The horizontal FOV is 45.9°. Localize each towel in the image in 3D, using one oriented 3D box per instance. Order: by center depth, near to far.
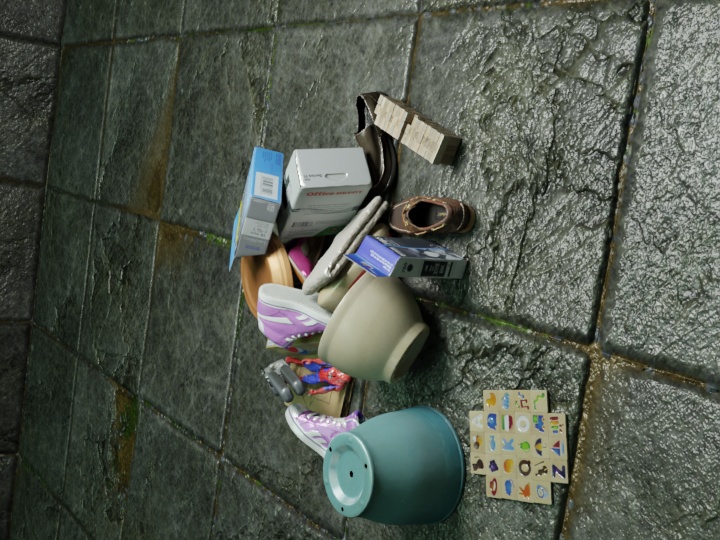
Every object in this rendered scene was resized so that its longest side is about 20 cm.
[{"bbox_3d":[-0.030,-0.047,1.559,0.201,0.034,0.132,-55,8,-26],"label":"towel"}]

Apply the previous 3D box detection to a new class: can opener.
[{"bbox_3d":[-0.148,0.225,1.680,0.068,0.053,0.200,66,167,-17],"label":"can opener"}]

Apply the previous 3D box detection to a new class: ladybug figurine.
[{"bbox_3d":[0.000,0.000,1.566,0.201,0.072,0.136,-52,8,-14],"label":"ladybug figurine"}]

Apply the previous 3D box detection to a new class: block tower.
[{"bbox_3d":[0.100,-0.250,1.523,0.200,0.057,0.055,45,120,46],"label":"block tower"}]

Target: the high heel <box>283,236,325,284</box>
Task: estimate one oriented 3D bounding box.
[{"bbox_3d":[-0.094,-0.032,1.682,0.068,0.094,0.200,64,177,-20],"label":"high heel"}]

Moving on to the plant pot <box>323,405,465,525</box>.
[{"bbox_3d":[0.044,0.336,1.439,0.198,0.185,0.206,-6,83,51],"label":"plant pot"}]

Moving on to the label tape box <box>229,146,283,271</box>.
[{"bbox_3d":[-0.201,-0.112,1.649,0.146,0.062,0.202,-92,18,-44],"label":"label tape box"}]

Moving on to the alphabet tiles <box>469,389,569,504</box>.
[{"bbox_3d":[0.245,0.274,1.335,0.198,0.006,0.171,-9,80,51],"label":"alphabet tiles"}]

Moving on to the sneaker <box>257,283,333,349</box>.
[{"bbox_3d":[-0.103,0.103,1.614,0.196,0.073,0.117,16,119,14],"label":"sneaker"}]

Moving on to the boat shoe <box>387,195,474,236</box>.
[{"bbox_3d":[0.109,-0.098,1.488,0.198,0.069,0.072,-2,87,52],"label":"boat shoe"}]

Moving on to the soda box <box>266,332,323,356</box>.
[{"bbox_3d":[-0.100,0.128,1.705,0.197,0.067,0.066,-9,64,44],"label":"soda box"}]

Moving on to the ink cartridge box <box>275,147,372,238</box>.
[{"bbox_3d":[-0.075,-0.145,1.615,0.200,0.143,0.085,126,135,-59],"label":"ink cartridge box"}]

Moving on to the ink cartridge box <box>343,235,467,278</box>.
[{"bbox_3d":[0.077,-0.022,1.418,0.099,0.197,0.040,34,115,45],"label":"ink cartridge box"}]

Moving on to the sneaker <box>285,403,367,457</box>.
[{"bbox_3d":[-0.048,0.295,1.620,0.199,0.072,0.116,37,109,20],"label":"sneaker"}]

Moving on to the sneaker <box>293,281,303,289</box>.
[{"bbox_3d":[-0.088,0.036,1.705,0.201,0.090,0.077,-53,49,33],"label":"sneaker"}]

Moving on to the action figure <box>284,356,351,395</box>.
[{"bbox_3d":[-0.102,0.205,1.674,0.197,0.097,0.067,-2,86,48],"label":"action figure"}]

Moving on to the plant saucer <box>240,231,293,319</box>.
[{"bbox_3d":[-0.193,0.019,1.707,0.199,0.037,0.206,25,119,56],"label":"plant saucer"}]

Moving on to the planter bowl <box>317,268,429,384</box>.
[{"bbox_3d":[0.037,0.112,1.485,0.134,0.199,0.203,35,116,18],"label":"planter bowl"}]

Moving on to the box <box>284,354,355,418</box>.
[{"bbox_3d":[-0.085,0.232,1.739,0.198,0.021,0.168,24,105,49],"label":"box"}]

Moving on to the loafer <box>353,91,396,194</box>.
[{"bbox_3d":[0.016,-0.243,1.613,0.072,0.070,0.205,-21,71,48],"label":"loafer"}]
